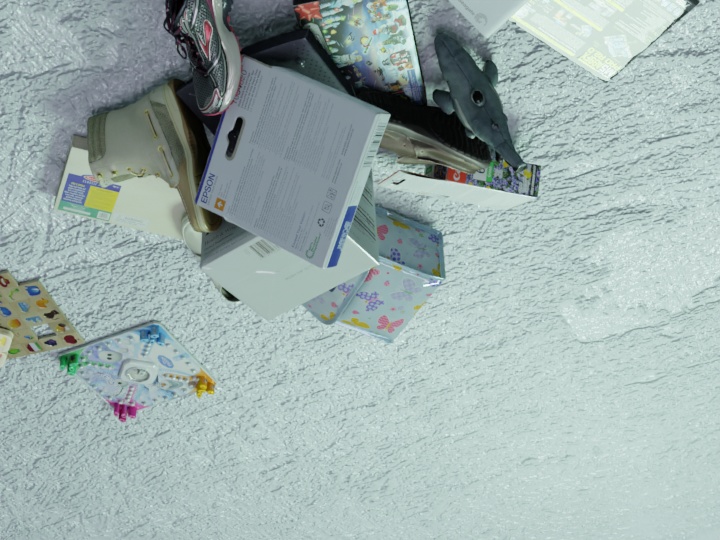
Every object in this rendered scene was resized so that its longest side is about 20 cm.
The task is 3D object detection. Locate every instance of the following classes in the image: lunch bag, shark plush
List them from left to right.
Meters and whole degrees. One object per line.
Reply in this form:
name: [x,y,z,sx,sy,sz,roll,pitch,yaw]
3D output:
lunch bag: [0.000,0.000,1.745,0.199,0.128,0.170,23,132,-19]
shark plush: [0.140,-0.198,1.468,0.090,0.202,0.083,-17,154,7]

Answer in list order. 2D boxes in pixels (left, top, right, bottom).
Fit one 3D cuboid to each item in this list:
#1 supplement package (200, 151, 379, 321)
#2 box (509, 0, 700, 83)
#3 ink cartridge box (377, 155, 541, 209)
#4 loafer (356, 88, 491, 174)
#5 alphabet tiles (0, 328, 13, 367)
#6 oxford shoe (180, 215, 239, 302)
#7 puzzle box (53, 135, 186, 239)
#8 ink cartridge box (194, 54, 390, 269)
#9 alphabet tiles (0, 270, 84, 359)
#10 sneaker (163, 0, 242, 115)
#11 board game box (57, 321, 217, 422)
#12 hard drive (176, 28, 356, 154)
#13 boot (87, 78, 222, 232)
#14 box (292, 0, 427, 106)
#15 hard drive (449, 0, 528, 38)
supplement package: [-0.095,-0.081,1.582,0.190,0.201,0.147,-26,135,24]
box: [0.282,-0.331,1.434,0.199,0.045,0.160,24,133,-29]
ink cartridge box: [0.133,-0.129,1.622,0.198,0.051,0.109,10,171,-14]
loafer: [0.074,-0.171,1.532,0.199,0.073,0.071,21,137,-16]
alphabet tiles: [-0.660,0.105,1.896,0.198,0.015,0.196,16,138,-18]
oxford shoe: [-0.203,-0.019,1.741,0.075,0.058,0.201,-22,143,1]
puzzle box: [-0.318,-0.113,1.661,0.198,0.026,0.133,13,138,-19]
ink cartridge box: [-0.084,-0.131,1.421,0.199,0.041,0.201,27,106,21]
alphabet tiles: [-0.554,0.072,1.879,0.166,0.008,0.201,-12,139,10]
sneaker: [-0.192,-0.278,1.388,0.074,0.080,0.202,-24,121,-35]
board game box: [-0.373,0.175,1.999,0.198,0.026,0.200,-18,138,17]
hard drive: [-0.115,-0.225,1.487,0.199,0.043,0.135,-17,135,28]
boot: [-0.268,-0.128,1.539,0.153,0.202,0.072,-18,176,19]
box: [0.003,-0.275,1.483,0.136,0.040,0.201,-9,140,8]
hard drive: [0.169,-0.376,1.351,0.132,0.027,0.200,42,126,-12]
